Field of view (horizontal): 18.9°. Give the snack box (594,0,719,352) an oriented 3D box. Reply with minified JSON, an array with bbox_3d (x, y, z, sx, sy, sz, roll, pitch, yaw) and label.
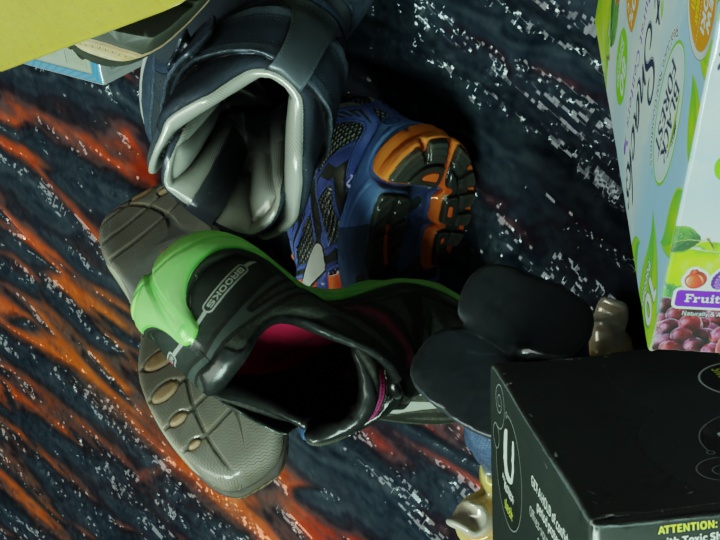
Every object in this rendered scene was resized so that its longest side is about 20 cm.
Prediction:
[{"bbox_3d":[0.118,-0.089,0.719,0.053,0.200,0.143,2,129,-2],"label":"snack box"}]

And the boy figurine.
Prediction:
[{"bbox_3d":[0.080,0.069,0.932,0.064,0.125,0.200,29,165,23],"label":"boy figurine"}]

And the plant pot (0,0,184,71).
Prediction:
[{"bbox_3d":[-0.106,-0.188,0.766,0.200,0.200,0.177,-10,121,50],"label":"plant pot"}]

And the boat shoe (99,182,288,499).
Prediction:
[{"bbox_3d":[-0.071,0.038,1.076,0.073,0.074,0.200,62,-176,-46],"label":"boat shoe"}]

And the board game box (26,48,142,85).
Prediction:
[{"bbox_3d":[-0.179,-0.202,1.088,0.134,0.034,0.201,18,127,40],"label":"board game box"}]

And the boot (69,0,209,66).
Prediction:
[{"bbox_3d":[-0.105,-0.120,0.946,0.077,0.200,0.139,20,131,-8],"label":"boot"}]

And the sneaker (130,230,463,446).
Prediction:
[{"bbox_3d":[-0.009,0.044,0.917,0.077,0.199,0.084,-54,47,26],"label":"sneaker"}]

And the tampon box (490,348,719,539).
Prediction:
[{"bbox_3d":[0.125,0.144,0.788,0.150,0.126,0.201,-119,25,-69],"label":"tampon box"}]

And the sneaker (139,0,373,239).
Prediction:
[{"bbox_3d":[-0.063,-0.065,0.958,0.077,0.147,0.202,26,145,-13],"label":"sneaker"}]

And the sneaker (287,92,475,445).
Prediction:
[{"bbox_3d":[0.000,0.000,1.013,0.078,0.075,0.201,47,138,35],"label":"sneaker"}]
